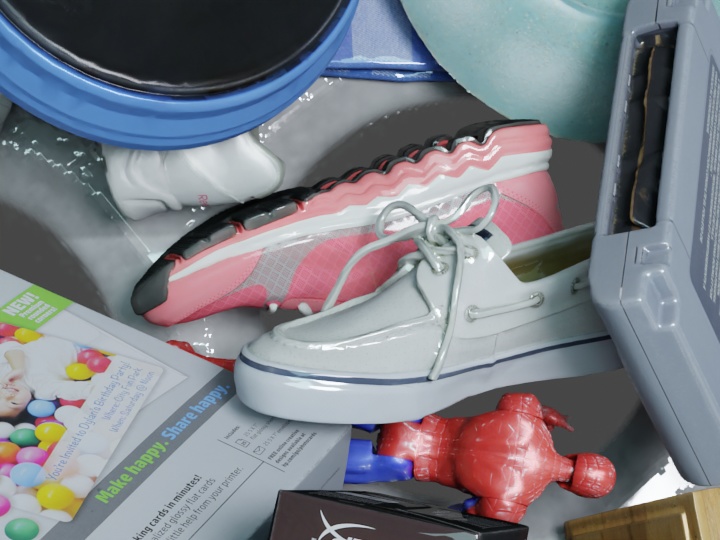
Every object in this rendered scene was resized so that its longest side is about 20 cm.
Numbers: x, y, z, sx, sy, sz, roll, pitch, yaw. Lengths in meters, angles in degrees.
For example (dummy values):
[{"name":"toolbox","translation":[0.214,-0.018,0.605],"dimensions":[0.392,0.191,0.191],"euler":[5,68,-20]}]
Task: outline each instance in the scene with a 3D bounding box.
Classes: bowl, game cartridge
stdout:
[{"name":"bowl","translation":[-0.087,-0.151,0.802],"dimensions":[0.200,0.039,0.201],"euler":[6,73,-21]},{"name":"game cartridge","translation":[0.141,-0.016,0.824],"dimensions":[0.041,0.133,0.200],"euler":[-7,43,22]}]

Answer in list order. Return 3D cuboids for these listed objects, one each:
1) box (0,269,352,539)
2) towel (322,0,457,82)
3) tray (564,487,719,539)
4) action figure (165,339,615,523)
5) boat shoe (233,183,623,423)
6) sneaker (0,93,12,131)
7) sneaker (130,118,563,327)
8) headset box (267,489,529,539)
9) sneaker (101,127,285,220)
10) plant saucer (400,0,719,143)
[{"name":"box","translation":[-0.127,0.074,0.766],"dimensions":[0.200,0.041,0.156],"euler":[22,35,20]},{"name":"towel","translation":[0.010,-0.187,0.920],"dimensions":[0.146,0.024,0.201],"euler":[2,78,-6]},{"name":"tray","translation":[0.140,0.196,0.812],"dimensions":[0.037,0.099,0.201],"euler":[-2,77,-28]},{"name":"action figure","translation":[0.016,0.077,0.851],"dimensions":[0.200,0.099,0.065],"euler":[9,79,18]},{"name":"boat shoe","translation":[0.041,0.005,0.799],"dimensions":[0.202,0.075,0.086],"euler":[-8,111,-26]},{"name":"sneaker","translation":[-0.169,-0.122,0.845],"dimensions":[0.075,0.100,0.200],"euler":[25,77,-9]},{"name":"sneaker","translation":[0.000,0.000,0.855],"dimensions":[0.200,0.074,0.087],"euler":[-19,97,-5]},{"name":"headset box","translation":[0.000,0.184,0.710],"dimensions":[0.075,0.149,0.200],"euler":[11,85,13]},{"name":"sneaker","translation":[-0.060,-0.121,0.867],"dimensions":[0.099,0.078,0.201],"euler":[1,87,4]},{"name":"plant saucer","translation":[0.110,-0.160,0.900],"dimensions":[0.201,0.039,0.202],"euler":[4,78,-18]}]
